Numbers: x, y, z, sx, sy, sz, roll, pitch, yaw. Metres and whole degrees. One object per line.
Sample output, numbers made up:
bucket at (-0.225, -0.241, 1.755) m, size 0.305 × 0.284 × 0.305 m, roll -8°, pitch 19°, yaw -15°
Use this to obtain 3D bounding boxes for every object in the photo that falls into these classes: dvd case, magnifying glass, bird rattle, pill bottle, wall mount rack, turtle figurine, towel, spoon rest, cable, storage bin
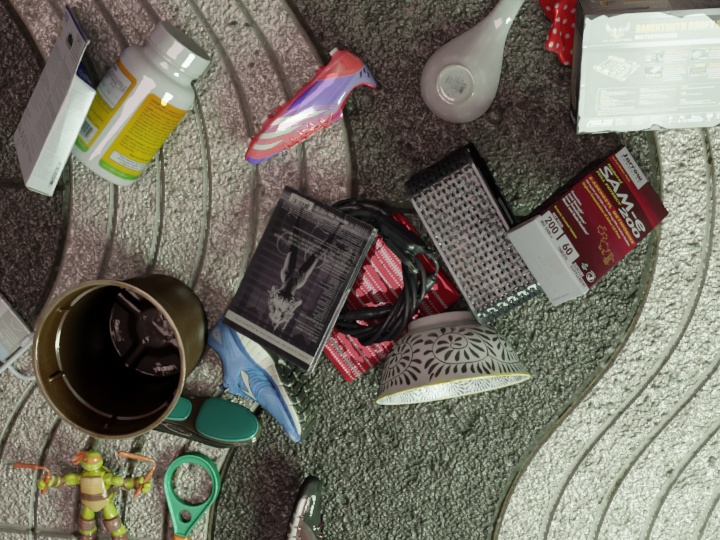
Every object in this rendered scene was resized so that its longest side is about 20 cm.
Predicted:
dvd case at (-0.079, 0.009, 1.537) m, size 0.148 × 0.016 × 0.201 m, roll 26°, pitch 92°, yaw 27°
magnifying glass at (-0.249, 0.353, 1.685) m, size 0.079 × 0.022 × 0.202 m, roll 14°, pitch 102°, yaw 6°
bird rattle at (0.322, -0.321, 1.447) m, size 0.162 × 0.113 × 0.201 m, roll 31°, pitch 106°, yaw -14°
pill bottle at (-0.285, -0.219, 1.547) m, size 0.111 × 0.111 × 0.200 m, roll 40°, pitch 103°, yaw 0°
wall mount rack at (-0.540, 0.094, 1.658) m, size 0.173 × 0.075 × 0.200 m, roll -41°, pitch 91°, yaw 13°
turtle figurine at (-0.380, 0.317, 1.678) m, size 0.198 × 0.064 × 0.163 m, roll -2°, pitch 107°, yaw 0°
towel at (0.017, 0.036, 1.590) m, size 0.199 × 0.022 × 0.145 m, roll -38°, pitch 92°, yaw 13°
spoon rest at (0.150, -0.277, 1.506) m, size 0.099 × 0.061 × 0.201 m, roll 35°, pitch 116°, yaw 3°
cable at (0.000, 0.000, 1.545) m, size 0.199 × 0.051 × 0.164 m, roll 34°, pitch 105°, yaw 24°
storage bin at (0.147, -0.049, 1.496) m, size 0.093 × 0.135 × 0.201 m, roll -28°, pitch 94°, yaw 13°

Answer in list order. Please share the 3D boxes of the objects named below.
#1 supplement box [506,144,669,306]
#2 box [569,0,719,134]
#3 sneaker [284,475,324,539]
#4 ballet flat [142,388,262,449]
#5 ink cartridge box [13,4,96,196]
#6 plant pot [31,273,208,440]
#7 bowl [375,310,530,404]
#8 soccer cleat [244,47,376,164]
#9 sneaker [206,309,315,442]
supplement box at (0.279, -0.057, 1.451) m, size 0.109 × 0.200 × 0.061 m, roll 55°, pitch 144°, yaw -4°
box at (0.355, -0.247, 1.430) m, size 0.198 × 0.049 × 0.160 m, roll -4°, pitch 125°, yaw 1°
sneaker at (-0.048, 0.379, 1.640) m, size 0.114 × 0.076 × 0.202 m, roll 15°, pitch 112°, yaw 1°
ballet flat at (-0.222, 0.206, 1.635) m, size 0.198 × 0.069 × 0.068 m, roll 14°, pitch 58°, yaw 16°
ink cartridge box at (-0.383, -0.221, 1.525) m, size 0.040 × 0.200 × 0.201 m, roll 19°, pitch 107°, yaw -27°
plant pot at (-0.296, 0.093, 1.558) m, size 0.198 × 0.198 × 0.203 m, roll 2°, pitch 101°, yaw 8°
bowl at (0.110, 0.107, 1.516) m, size 0.199 × 0.201 × 0.095 m, roll -12°, pitch 78°, yaw 10°
soccer cleat at (-0.068, -0.200, 1.543) m, size 0.076 × 0.067 × 0.200 m, roll 44°, pitch 100°, yaw -5°
sneaker at (-0.136, 0.148, 1.613) m, size 0.089 × 0.078 × 0.201 m, roll -37°, pitch 84°, yaw 20°
